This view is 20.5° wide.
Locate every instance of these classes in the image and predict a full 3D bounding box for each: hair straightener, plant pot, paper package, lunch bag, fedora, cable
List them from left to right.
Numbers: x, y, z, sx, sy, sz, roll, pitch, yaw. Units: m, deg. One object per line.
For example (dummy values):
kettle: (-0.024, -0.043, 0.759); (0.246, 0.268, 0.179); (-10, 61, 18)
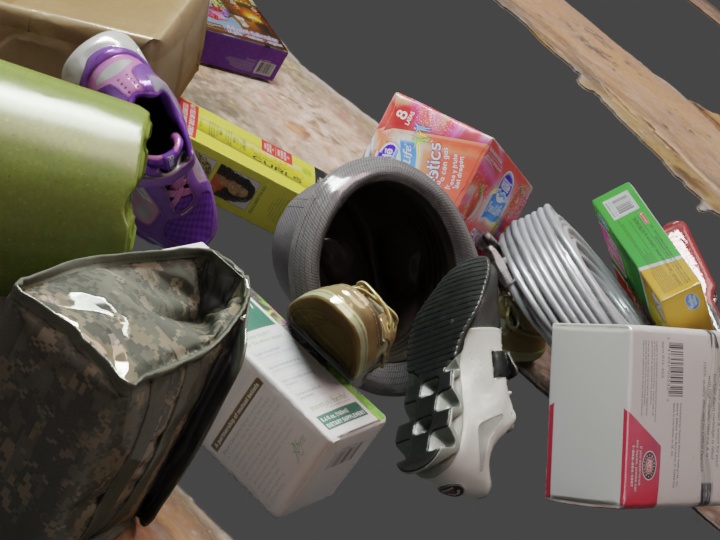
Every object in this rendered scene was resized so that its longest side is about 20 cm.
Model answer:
plant pot: (-0.234, -0.057, 1.273); (0.188, 0.201, 0.200); (10, 28, -5)
paper package: (-0.236, -0.191, 1.637); (0.189, 0.104, 0.200); (13, 26, 2)
lunch bag: (-0.152, 0.079, 1.229); (0.117, 0.165, 0.200); (38, 26, 14)
fedora: (0.000, 0.000, 1.612); (0.090, 0.178, 0.200); (11, -26, 49)
cable: (0.199, 0.033, 1.785); (0.201, 0.069, 0.200); (55, 12, 9)
hair straightener: (0.333, 0.049, 1.875); (0.201, 0.041, 0.077); (63, -1, 32)

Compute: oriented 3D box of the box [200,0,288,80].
box: (-0.181, -0.259, 1.954); (0.199, 0.039, 0.137); (11, 32, -40)

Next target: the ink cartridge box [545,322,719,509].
ink cartridge box: (0.246, 0.120, 1.649); (0.084, 0.146, 0.199); (1, -3, 43)

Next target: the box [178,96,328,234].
box: (-0.091, -0.079, 1.724); (0.199, 0.050, 0.075); (27, 25, -14)

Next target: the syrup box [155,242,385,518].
syrup box: (-0.088, 0.074, 1.417); (0.200, 0.082, 0.079); (44, 25, 18)

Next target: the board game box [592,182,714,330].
board game box: (0.283, 0.039, 1.841); (0.153, 0.040, 0.201); (63, -2, 47)

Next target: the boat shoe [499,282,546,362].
boat shoe: (0.089, 0.019, 1.750); (0.200, 0.063, 0.073); (26, 25, -20)

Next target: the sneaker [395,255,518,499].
sneaker: (0.085, 0.087, 1.566); (0.088, 0.074, 0.201); (34, 56, -32)

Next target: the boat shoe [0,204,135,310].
boat shoe: (-0.208, -0.004, 1.435); (0.068, 0.075, 0.200); (46, 27, 0)

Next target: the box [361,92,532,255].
box: (0.074, -0.074, 1.764); (0.102, 0.095, 0.200); (27, -2, 18)

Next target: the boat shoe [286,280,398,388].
boat shoe: (-0.009, 0.042, 1.457); (0.074, 0.066, 0.200); (47, -15, 6)

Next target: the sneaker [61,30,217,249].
sneaker: (-0.156, -0.084, 1.522); (0.088, 0.080, 0.201); (34, -24, 47)
